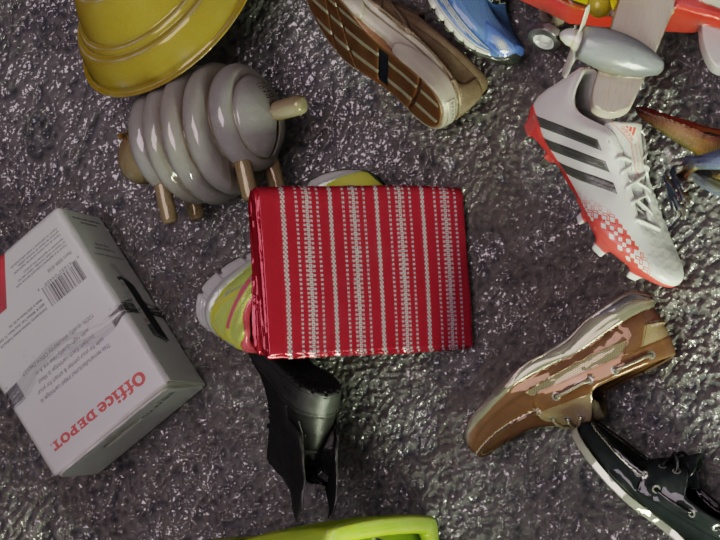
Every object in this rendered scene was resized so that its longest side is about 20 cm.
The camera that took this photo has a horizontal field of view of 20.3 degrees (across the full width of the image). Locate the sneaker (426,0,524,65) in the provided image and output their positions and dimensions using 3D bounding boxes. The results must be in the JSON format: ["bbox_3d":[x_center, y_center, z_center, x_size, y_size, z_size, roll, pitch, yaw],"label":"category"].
[{"bbox_3d":[0.094,-0.268,1.720,0.089,0.078,0.201,-29,75,20],"label":"sneaker"}]

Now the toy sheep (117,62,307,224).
[{"bbox_3d":[-0.130,-0.118,1.775,0.199,0.138,0.139,-14,81,25],"label":"toy sheep"}]

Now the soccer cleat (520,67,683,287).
[{"bbox_3d":[0.212,-0.077,1.658,0.085,0.068,0.201,-46,65,31],"label":"soccer cleat"}]

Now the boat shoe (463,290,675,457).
[{"bbox_3d":[0.172,0.099,1.662,0.200,0.076,0.072,-39,75,17],"label":"boat shoe"}]

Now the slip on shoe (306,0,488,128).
[{"bbox_3d":[0.029,-0.205,1.755,0.060,0.076,0.200,-33,59,-24],"label":"slip on shoe"}]

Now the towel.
[{"bbox_3d":[0.000,0.000,1.700,0.022,0.199,0.146,165,103,-65],"label":"towel"}]

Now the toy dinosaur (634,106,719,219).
[{"bbox_3d":[0.335,-0.095,1.605,0.180,0.105,0.201,-19,65,0],"label":"toy dinosaur"}]

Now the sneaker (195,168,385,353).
[{"bbox_3d":[-0.046,-0.001,1.731,0.200,0.078,0.090,-45,37,0],"label":"sneaker"}]

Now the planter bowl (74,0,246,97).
[{"bbox_3d":[-0.193,-0.258,1.784,0.200,0.083,0.201,-24,43,25],"label":"planter bowl"}]

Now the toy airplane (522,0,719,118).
[{"bbox_3d":[0.225,-0.236,1.626,0.198,0.141,0.200,-28,57,-4],"label":"toy airplane"}]

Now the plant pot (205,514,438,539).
[{"bbox_3d":[-0.051,0.307,1.676,0.181,0.200,0.200,-6,84,29],"label":"plant pot"}]

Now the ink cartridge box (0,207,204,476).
[{"bbox_3d":[-0.258,0.068,1.836,0.144,0.084,0.200,-39,72,14],"label":"ink cartridge box"}]

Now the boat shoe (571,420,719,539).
[{"bbox_3d":[0.259,0.179,1.614,0.199,0.074,0.066,44,106,15],"label":"boat shoe"}]

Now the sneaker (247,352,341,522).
[{"bbox_3d":[-0.058,0.127,1.721,0.060,0.200,0.105,2,108,-20],"label":"sneaker"}]
